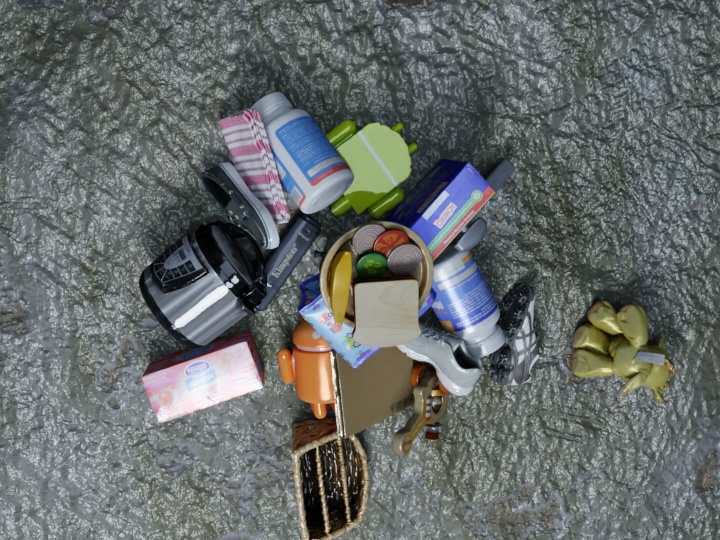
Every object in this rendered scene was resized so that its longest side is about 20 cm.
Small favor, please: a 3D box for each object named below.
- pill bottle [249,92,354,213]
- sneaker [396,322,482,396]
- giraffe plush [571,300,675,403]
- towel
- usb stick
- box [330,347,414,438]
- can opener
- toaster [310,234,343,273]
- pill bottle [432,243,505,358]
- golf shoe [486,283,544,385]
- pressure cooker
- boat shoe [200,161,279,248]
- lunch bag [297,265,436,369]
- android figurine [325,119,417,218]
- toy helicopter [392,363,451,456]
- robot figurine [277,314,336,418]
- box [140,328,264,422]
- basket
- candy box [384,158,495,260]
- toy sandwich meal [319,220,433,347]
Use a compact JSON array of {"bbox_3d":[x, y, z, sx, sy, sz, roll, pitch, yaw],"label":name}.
[{"bbox_3d":[-0.109,-0.207,1.321,0.112,0.112,0.200,-36,80,1],"label":"pill bottle"},{"bbox_3d":[0.143,0.134,1.393,0.200,0.076,0.092,39,137,9],"label":"sneaker"},{"bbox_3d":[0.527,0.166,1.463,0.162,0.200,0.173,28,93,-39],"label":"giraffe plush"},{"bbox_3d":[-0.189,-0.174,1.322,0.030,0.146,0.200,-21,103,-27],"label":"towel"},{"bbox_3d":[-0.147,-0.014,1.409,0.055,0.033,0.200,35,94,-10],"label":"usb stick"},{"bbox_3d":[0.028,0.199,1.409,0.200,0.021,0.164,-16,104,-44],"label":"box"},{"bbox_3d":[0.222,-0.115,1.386,0.067,0.053,0.200,43,70,-4],"label":"can opener"},{"bbox_3d":[0.000,0.000,1.378,0.200,0.129,0.114,16,97,-9],"label":"toaster"},{"bbox_3d":[0.190,0.059,1.417,0.112,0.112,0.200,-28,101,-1],"label":"pill bottle"},{"bbox_3d":[0.311,0.125,1.471,0.094,0.078,0.200,10,101,-25],"label":"golf shoe"},{"bbox_3d":[-0.260,0.014,1.329,0.200,0.179,0.176,-35,101,4],"label":"pressure cooker"},{"bbox_3d":[-0.211,-0.107,1.328,0.057,0.069,0.200,-25,62,-27],"label":"boat shoe"},{"bbox_3d":[0.020,0.042,1.265,0.200,0.094,0.151,-34,116,16],"label":"lunch bag"},{"bbox_3d":[0.009,-0.189,1.391,0.200,0.041,0.182,-38,100,3],"label":"android figurine"},{"bbox_3d":[0.115,0.277,1.426,0.079,0.200,0.132,7,125,32],"label":"toy helicopter"},{"bbox_3d":[-0.068,0.168,1.406,0.144,0.117,0.200,1,101,26],"label":"robot figurine"},{"bbox_3d":[-0.284,0.191,1.395,0.200,0.103,0.095,-19,101,-2],"label":"box"},{"bbox_3d":[-0.052,0.392,1.431,0.142,0.149,0.200,-6,99,-5],"label":"basket"},{"bbox_3d":[0.132,-0.109,1.337,0.077,0.200,0.169,43,93,-11],"label":"candy box"},{"bbox_3d":[0.030,0.024,1.187,0.205,0.070,0.206,-5,111,-12],"label":"toy sandwich meal"}]
